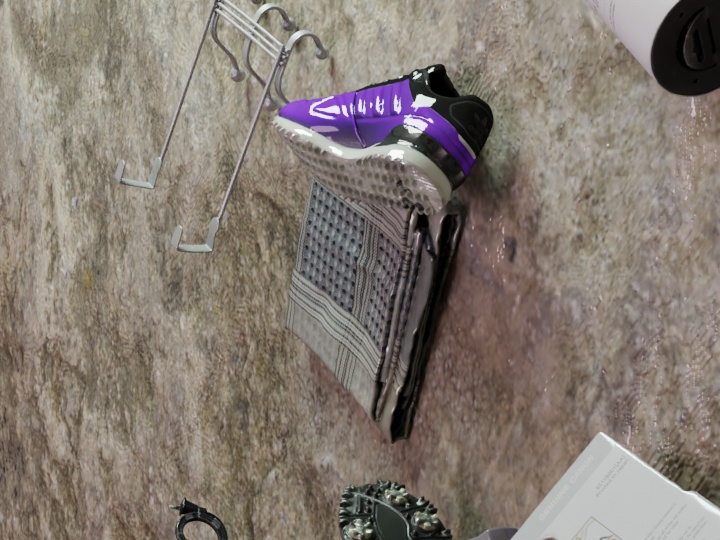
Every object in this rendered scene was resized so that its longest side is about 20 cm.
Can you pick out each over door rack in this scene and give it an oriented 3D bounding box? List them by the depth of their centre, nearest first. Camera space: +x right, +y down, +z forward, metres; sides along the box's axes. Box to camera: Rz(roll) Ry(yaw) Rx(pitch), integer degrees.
[{"bbox_3d":[-0.107,-0.122,1.706,0.201,0.066,0.148,-59,36,9],"label":"over door rack"}]

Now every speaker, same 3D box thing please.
[{"bbox_3d":[0.158,-0.187,1.230,0.200,0.081,0.082,58,137,45],"label":"speaker"}]

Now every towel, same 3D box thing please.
[{"bbox_3d":[0.000,0.000,1.559,0.200,0.034,0.194,44,126,52],"label":"towel"}]

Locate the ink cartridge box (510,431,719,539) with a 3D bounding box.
[{"bbox_3d":[0.134,0.210,1.182,0.200,0.044,0.173,-50,36,-4],"label":"ink cartridge box"}]

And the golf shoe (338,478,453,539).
[{"bbox_3d":[0.030,0.227,1.394,0.200,0.077,0.088,-118,33,-42],"label":"golf shoe"}]

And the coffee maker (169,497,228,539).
[{"bbox_3d":[-0.176,0.335,1.799,0.200,0.134,0.193,-50,8,48],"label":"coffee maker"}]

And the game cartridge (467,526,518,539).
[{"bbox_3d":[0.066,0.267,1.435,0.200,0.038,0.130,-46,46,51],"label":"game cartridge"}]

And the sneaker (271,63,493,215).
[{"bbox_3d":[0.023,-0.101,1.469,0.100,0.070,0.200,-51,36,-15],"label":"sneaker"}]
